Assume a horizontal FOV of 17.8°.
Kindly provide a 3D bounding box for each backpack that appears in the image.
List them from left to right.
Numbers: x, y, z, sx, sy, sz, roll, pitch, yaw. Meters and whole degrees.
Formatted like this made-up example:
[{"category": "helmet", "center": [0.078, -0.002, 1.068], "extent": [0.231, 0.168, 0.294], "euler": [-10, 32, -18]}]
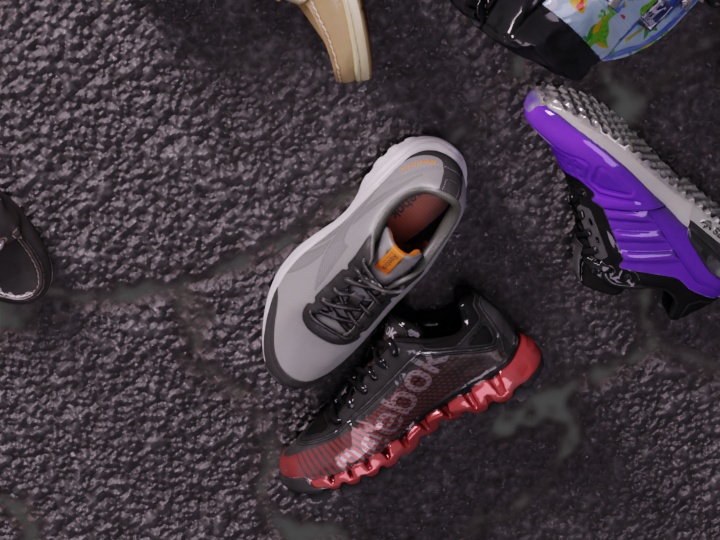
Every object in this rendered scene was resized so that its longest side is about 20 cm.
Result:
[{"category": "backpack", "center": [0.161, -0.219, 1.432], "extent": [0.154, 0.163, 0.200], "euler": [24, 101, -23]}]

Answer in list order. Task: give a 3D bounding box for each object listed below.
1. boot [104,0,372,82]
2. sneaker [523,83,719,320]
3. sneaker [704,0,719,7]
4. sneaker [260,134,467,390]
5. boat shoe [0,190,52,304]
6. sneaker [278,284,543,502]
[{"category": "boot", "center": [-0.086, -0.192, 1.451], "extent": [0.155, 0.073, 0.200], "euler": [-22, 109, 1]}, {"category": "sneaker", "center": [0.170, -0.036, 1.540], "extent": [0.200, 0.070, 0.100], "euler": [39, 106, -17]}, {"category": "sneaker", "center": [0.287, -0.133, 1.513], "extent": [0.087, 0.074, 0.200], "euler": [-29, 107, 7]}, {"category": "sneaker", "center": [0.000, 0.000, 1.534], "extent": [0.074, 0.079, 0.200], "euler": [32, 107, -18]}, {"category": "boat shoe", "center": [-0.276, -0.047, 1.501], "extent": [0.067, 0.057, 0.200], "euler": [-35, 110, 8]}, {"category": "sneaker", "center": [0.021, 0.079, 1.571], "extent": [0.200, 0.071, 0.098], "euler": [-31, 111, 5]}]
